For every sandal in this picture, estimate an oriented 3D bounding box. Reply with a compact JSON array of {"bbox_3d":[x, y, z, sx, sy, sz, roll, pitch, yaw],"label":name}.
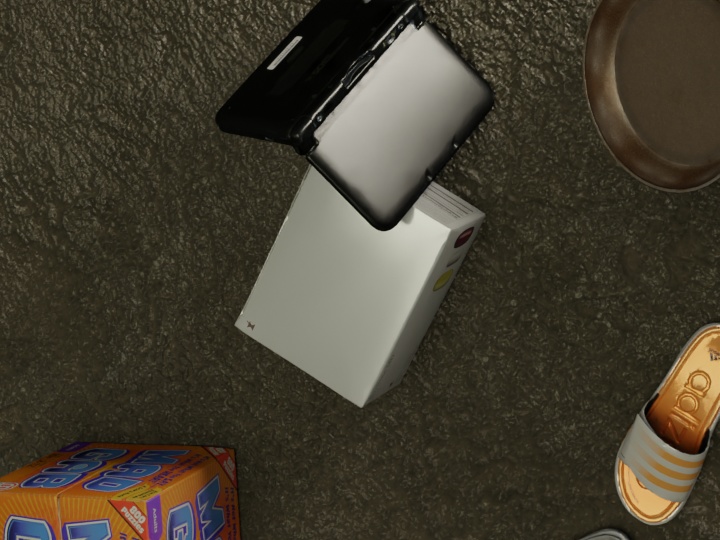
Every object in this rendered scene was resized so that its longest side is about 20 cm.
[{"bbox_3d":[0.291,0.144,1.677,0.079,0.059,0.208,27,108,16],"label":"sandal"}]

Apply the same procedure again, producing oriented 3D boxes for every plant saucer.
[{"bbox_3d":[0.279,-0.171,1.608,0.199,0.032,0.202,21,118,46],"label":"plant saucer"}]

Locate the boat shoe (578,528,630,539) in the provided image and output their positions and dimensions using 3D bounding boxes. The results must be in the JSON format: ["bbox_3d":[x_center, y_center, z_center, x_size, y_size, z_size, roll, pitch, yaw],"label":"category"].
[{"bbox_3d":[0.173,0.311,1.749,0.200,0.067,0.074,-39,83,23],"label":"boat shoe"}]

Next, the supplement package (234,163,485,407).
[{"bbox_3d":[0.000,0.000,1.745,0.155,0.111,0.201,31,109,15],"label":"supplement package"}]

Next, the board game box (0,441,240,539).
[{"bbox_3d":[-0.252,0.300,1.847,0.198,0.200,0.202,0,99,22],"label":"board game box"}]

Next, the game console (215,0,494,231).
[{"bbox_3d":[-0.005,-0.153,1.700,0.175,0.200,0.117,13,142,40],"label":"game console"}]

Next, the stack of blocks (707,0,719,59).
[{"bbox_3d":[0.364,-0.253,1.583,0.114,0.058,0.202,-12,94,24],"label":"stack of blocks"}]
